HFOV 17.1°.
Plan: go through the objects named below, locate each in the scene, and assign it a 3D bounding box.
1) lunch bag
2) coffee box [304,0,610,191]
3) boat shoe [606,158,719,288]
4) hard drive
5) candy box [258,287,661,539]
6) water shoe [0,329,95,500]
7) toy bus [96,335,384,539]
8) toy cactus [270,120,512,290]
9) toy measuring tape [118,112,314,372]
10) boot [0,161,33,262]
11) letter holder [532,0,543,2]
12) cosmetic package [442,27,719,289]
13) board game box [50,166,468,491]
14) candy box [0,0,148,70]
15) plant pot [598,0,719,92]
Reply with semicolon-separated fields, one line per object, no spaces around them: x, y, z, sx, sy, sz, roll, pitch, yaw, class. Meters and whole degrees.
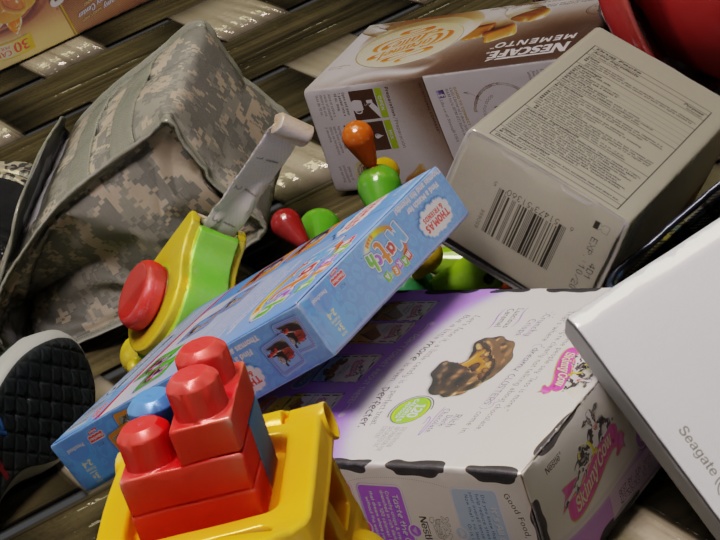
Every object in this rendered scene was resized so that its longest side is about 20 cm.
-0.153;-0.042;1.523;0.200;0.118;0.164;-36;19;22;lunch bag
0.081;-0.117;1.569;0.199;0.080;0.114;-4;27;30;coffee box
0.209;-0.034;1.208;0.200;0.069;0.084;-47;26;9;boat shoe
0.212;0.023;1.095;0.199;0.132;0.027;-32;-19;-10;hard drive
0.045;0.078;1.177;0.199;0.072;0.168;0;29;37;candy box
-0.224;0.097;1.338;0.079;0.072;0.200;-6;26;31;water shoe
-0.052;0.135;0.976;0.135;0.193;0.200;-13;25;9;toy bus
0.000;0.000;1.378;0.165;0.103;0.200;-40;38;-22;toy cactus
-0.084;-0.001;1.373;0.200;0.073;0.074;-51;5;33;toy measuring tape
-0.310;-0.016;1.652;0.202;0.074;0.154;-2;25;20;boot
0.215;-0.242;1.666;0.200;0.143;0.100;-34;27;-32;letter holder
0.127;-0.057;1.328;0.105;0.071;0.200;32;31;13;cosmetic package
-0.053;0.031;1.239;0.200;0.037;0.151;-31;9;40;board game box
-0.282;-0.262;2.114;0.199;0.116;0.055;-29;26;-22;candy box
0.254;-0.208;1.502;0.182;0.201;0.200;-11;23;34;plant pot
